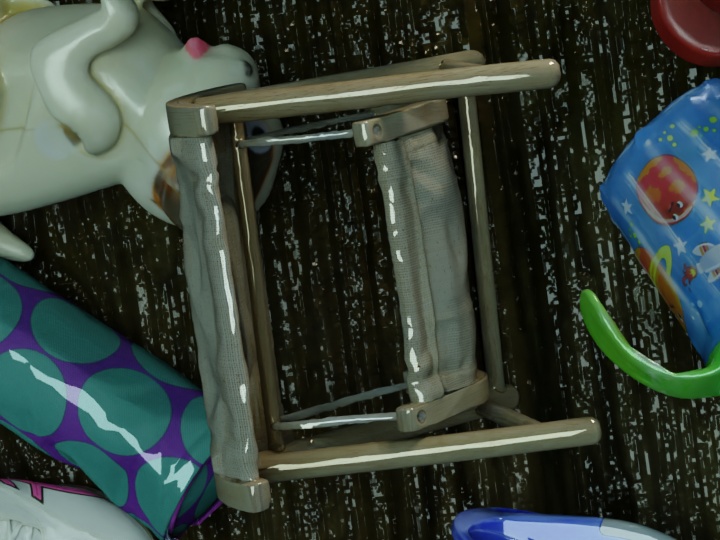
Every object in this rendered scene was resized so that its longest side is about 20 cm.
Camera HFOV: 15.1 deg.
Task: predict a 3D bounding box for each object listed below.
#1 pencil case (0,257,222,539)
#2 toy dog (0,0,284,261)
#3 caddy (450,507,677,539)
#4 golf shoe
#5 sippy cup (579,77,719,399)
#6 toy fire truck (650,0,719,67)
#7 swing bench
[{"bbox_3d":[-0.157,0.070,1.496,0.200,0.085,0.093,33,138,10],"label":"pencil case"},{"bbox_3d":[-0.140,-0.080,1.462,0.199,0.140,0.195,11,108,12],"label":"toy dog"},{"bbox_3d":[0.135,0.182,1.407,0.199,0.141,0.105,21,101,11],"label":"caddy"},{"bbox_3d":[-0.211,0.148,1.508,0.199,0.092,0.073,12,93,11],"label":"golf shoe"},{"bbox_3d":[0.198,-0.024,1.396,0.130,0.178,0.140,50,130,18],"label":"sippy cup"},{"bbox_3d":[0.194,-0.216,1.406,0.200,0.112,0.168,45,76,7],"label":"toy fire truck"},{"bbox_3d":[0.000,0.000,1.383,0.199,0.130,0.200,-9,99,-17],"label":"swing bench"}]
